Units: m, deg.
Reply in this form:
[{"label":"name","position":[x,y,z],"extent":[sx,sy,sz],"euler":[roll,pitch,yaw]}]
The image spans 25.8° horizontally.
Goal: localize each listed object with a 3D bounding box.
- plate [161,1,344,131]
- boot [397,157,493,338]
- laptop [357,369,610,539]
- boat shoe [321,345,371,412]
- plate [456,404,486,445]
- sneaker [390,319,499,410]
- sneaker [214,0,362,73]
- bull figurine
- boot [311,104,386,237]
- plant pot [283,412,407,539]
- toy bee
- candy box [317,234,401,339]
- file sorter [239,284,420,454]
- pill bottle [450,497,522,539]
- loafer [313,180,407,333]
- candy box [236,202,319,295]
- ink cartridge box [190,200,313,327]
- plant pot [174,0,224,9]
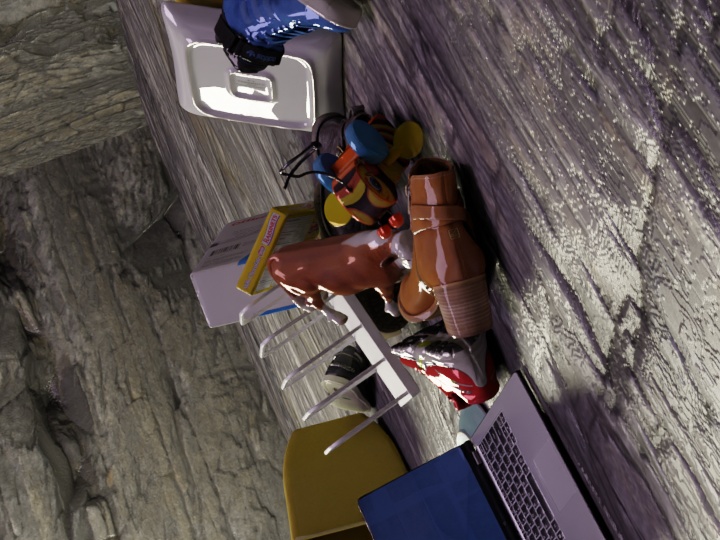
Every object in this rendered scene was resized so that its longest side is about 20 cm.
[{"label":"plate","position":[-0.119,-0.216,1.755],"extent":[0.200,0.198,0.033],"euler":[89,-169,-62]},{"label":"boot","position":[0.071,-0.030,1.476],"extent":[0.200,0.073,0.156],"euler":[-159,54,-72]},{"label":"laptop","position":[0.110,0.233,1.472],"extent":[0.188,0.115,0.200],"euler":[63,148,28]},{"label":"boat shoe","position":[-0.014,0.167,2.348],"extent":[0.200,0.071,0.068],"euler":[78,-155,-69]},{"label":"plate","position":[0.143,0.234,1.715],"extent":[0.200,0.025,0.201],"euler":[158,90,-80]},{"label":"sneaker","position":[0.089,0.101,1.607],"extent":[0.085,0.077,0.200],"euler":[65,171,-8]},{"label":"sneaker","position":[-0.080,-0.244,1.596],"extent":[0.200,0.076,0.112],"euler":[32,106,44]},{"label":"bull figurine","position":[0.000,0.000,1.693],"extent":[0.122,0.199,0.065],"euler":[60,-144,-46]},{"label":"boot","position":[0.001,-0.085,1.710],"extent":[0.174,0.069,0.201],"euler":[-149,40,-72]},{"label":"plant pot","position":[-0.021,0.332,2.344],"extent":[0.195,0.194,0.201],"euler":[84,171,-56]},{"label":"toy bee","position":[0.002,-0.080,1.514],"extent":[0.109,0.200,0.131],"euler":[49,139,3]},{"label":"candy box","position":[-0.015,0.004,1.998],"extent":[0.200,0.055,0.116],"euler":[-132,23,-63]},{"label":"file sorter","position":[-0.041,0.098,1.837],"extent":[0.201,0.124,0.139],"euler":[56,171,5]},{"label":"pill bottle","position":[0.142,0.290,1.565],"extent":[0.120,0.119,0.201],"euler":[87,160,-60]},{"label":"loafer","position":[-0.005,-0.018,1.851],"extent":[0.201,0.076,0.067],"euler":[69,164,2]},{"label":"candy box","position":[-0.088,-0.028,1.839],"extent":[0.103,0.026,0.200],"euler":[-67,-10,8]},{"label":"ink cartridge box","position":[-0.130,-0.012,2.131],"extent":[0.200,0.145,0.085],"euler":[-65,-41,-67]},{"label":"plant pot","position":[-0.164,-0.371,1.718],"extent":[0.189,0.200,0.201],"euler":[56,176,-25]}]
